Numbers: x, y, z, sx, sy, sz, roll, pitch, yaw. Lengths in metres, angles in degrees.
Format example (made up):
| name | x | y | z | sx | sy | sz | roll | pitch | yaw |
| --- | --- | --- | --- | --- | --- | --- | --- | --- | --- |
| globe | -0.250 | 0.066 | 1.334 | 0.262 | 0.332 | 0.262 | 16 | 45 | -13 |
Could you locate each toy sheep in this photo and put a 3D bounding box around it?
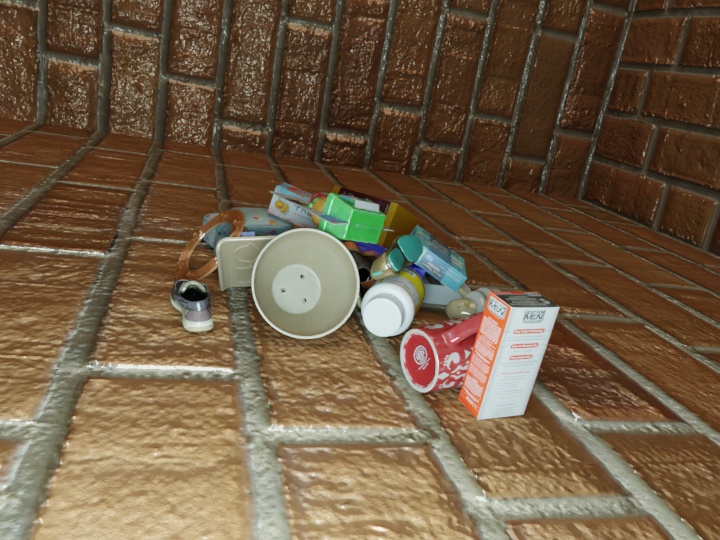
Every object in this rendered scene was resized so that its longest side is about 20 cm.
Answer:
| name | x | y | z | sx | sy | sz | roll | pitch | yaw |
| --- | --- | --- | --- | --- | --- | --- | --- | --- | --- |
| toy sheep | 0.264 | 0.098 | 1.273 | 0.199 | 0.139 | 0.138 | 12 | 16 | -19 |

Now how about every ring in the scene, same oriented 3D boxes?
| name | x | y | z | sx | sy | sz | roll | pitch | yaw |
| --- | --- | --- | --- | --- | --- | --- | --- | --- | --- |
| ring | -0.327 | -0.056 | 1.338 | 0.019 | 0.201 | 0.200 | 44 | -4 | -34 |

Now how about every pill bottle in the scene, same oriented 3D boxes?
| name | x | y | z | sx | sy | sz | roll | pitch | yaw |
| --- | --- | --- | --- | --- | --- | --- | --- | --- | --- |
| pill bottle | 0.066 | 0.065 | 1.283 | 0.108 | 0.110 | 0.200 | 14 | 18 | 12 |

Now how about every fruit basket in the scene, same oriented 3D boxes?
| name | x | y | z | sx | sy | sz | roll | pitch | yaw |
| --- | --- | --- | --- | --- | --- | --- | --- | --- | --- |
| fruit basket | -0.055 | -0.124 | 1.256 | 0.200 | 0.094 | 0.185 | 35 | 19 | 37 |

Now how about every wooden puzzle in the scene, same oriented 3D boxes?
| name | x | y | z | sx | sy | sz | roll | pitch | yaw |
| --- | --- | --- | --- | --- | --- | --- | --- | --- | --- |
| wooden puzzle | -0.192 | -0.027 | 1.280 | 0.198 | 0.186 | 0.047 | -7 | 61 | -13 |

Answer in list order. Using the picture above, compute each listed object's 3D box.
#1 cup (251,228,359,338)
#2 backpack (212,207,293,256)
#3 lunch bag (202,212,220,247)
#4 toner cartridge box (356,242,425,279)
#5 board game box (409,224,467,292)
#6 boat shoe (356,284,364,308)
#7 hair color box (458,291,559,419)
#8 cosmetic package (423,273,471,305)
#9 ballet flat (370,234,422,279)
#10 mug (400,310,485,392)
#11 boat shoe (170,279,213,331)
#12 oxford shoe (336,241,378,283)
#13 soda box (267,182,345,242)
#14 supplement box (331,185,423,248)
| name | x | y | z | sx | sy | sz | roll | pitch | yaw |
| --- | --- | --- | --- | --- | --- | --- | --- | --- | --- |
| cup | -0.114 | 0.030 | 1.203 | 0.199 | 0.202 | 0.143 | 6 | -7 | -14 |
| backpack | -0.249 | -0.067 | 1.453 | 0.175 | 0.155 | 0.200 | -4 | 13 | -30 |
| lunch bag | -0.298 | -0.096 | 1.627 | 0.199 | 0.078 | 0.160 | -3 | 22 | -38 |
| toner cartridge box | 0.048 | -0.023 | 1.454 | 0.199 | 0.043 | 0.095 | 17 | 16 | -5 |
| board game box | 0.177 | -0.032 | 1.486 | 0.151 | 0.047 | 0.200 | 36 | 15 | -1 |
| boat shoe | -0.035 | 0.035 | 1.417 | 0.072 | 0.073 | 0.200 | -21 | 28 | -1 |
| hair color box | 0.236 | 0.136 | 1.004 | 0.101 | 0.201 | 0.061 | 2 | 23 | -28 |
| cosmetic package | 0.154 | 0.032 | 1.542 | 0.198 | 0.052 | 0.151 | 7 | 16 | -12 |
| ballet flat | 0.069 | -0.023 | 1.305 | 0.072 | 0.068 | 0.200 | -28 | 7 | 28 |
| mug | 0.181 | 0.121 | 1.084 | 0.199 | 0.179 | 0.133 | -6 | 25 | -31 |
| boat shoe | -0.315 | 0.050 | 1.179 | 0.071 | 0.065 | 0.200 | 1 | 19 | -23 |
| oxford shoe | 0.000 | 0.000 | 1.307 | 0.200 | 0.071 | 0.073 | 21 | 42 | -64 |
| soda box | -0.104 | -0.127 | 1.410 | 0.199 | 0.069 | 0.064 | 24 | 18 | 4 |
| supplement box | 0.031 | -0.117 | 1.693 | 0.199 | 0.134 | 0.197 | 20 | -2 | 29 |
